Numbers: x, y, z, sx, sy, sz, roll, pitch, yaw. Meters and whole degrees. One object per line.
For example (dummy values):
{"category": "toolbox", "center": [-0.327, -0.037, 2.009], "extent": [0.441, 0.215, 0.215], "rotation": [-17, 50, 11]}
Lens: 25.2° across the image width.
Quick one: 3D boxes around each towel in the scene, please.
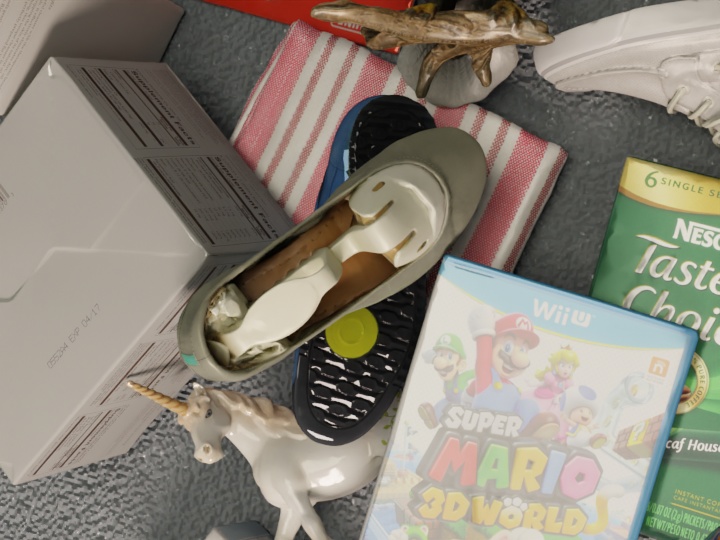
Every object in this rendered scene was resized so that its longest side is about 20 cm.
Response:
{"category": "towel", "center": [0.010, -0.048, 0.965], "extent": [0.199, 0.030, 0.147], "rotation": [28, 95, 19]}

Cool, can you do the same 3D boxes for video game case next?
{"category": "video game case", "center": [0.084, 0.107, 0.865], "extent": [0.142, 0.018, 0.201], "rotation": [17, 91, 9]}

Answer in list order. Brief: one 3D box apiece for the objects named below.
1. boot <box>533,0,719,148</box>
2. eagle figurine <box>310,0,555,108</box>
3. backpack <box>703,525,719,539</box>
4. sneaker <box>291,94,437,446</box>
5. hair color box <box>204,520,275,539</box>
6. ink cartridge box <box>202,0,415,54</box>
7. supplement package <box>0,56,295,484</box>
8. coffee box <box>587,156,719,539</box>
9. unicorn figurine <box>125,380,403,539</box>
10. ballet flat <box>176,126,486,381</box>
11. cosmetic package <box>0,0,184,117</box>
{"category": "boot", "center": [0.194, -0.096, 0.875], "extent": [0.199, 0.073, 0.096], "rotation": [-7, 87, 25]}
{"category": "eagle figurine", "center": [0.061, -0.205, 0.893], "extent": [0.151, 0.152, 0.201], "rotation": [-21, 54, 35]}
{"category": "backpack", "center": [0.256, 0.178, 0.772], "extent": [0.200, 0.177, 0.151], "rotation": [46, 132, 18]}
{"category": "sneaker", "center": [0.000, 0.000, 0.915], "extent": [0.066, 0.078, 0.201], "rotation": [12, 85, -12]}
{"category": "hair color box", "center": [-0.032, 0.250, 0.938], "extent": [0.200, 0.061, 0.099], "rotation": [40, 100, 19]}
{"category": "ink cartridge box", "center": [-0.043, -0.244, 0.991], "extent": [0.199, 0.044, 0.174], "rotation": [18, 91, 21]}
{"category": "supplement package", "center": [-0.160, -0.002, 0.958], "extent": [0.200, 0.111, 0.156], "rotation": [-47, 72, 24]}
{"category": "coffee box", "center": [0.178, 0.047, 0.883], "extent": [0.122, 0.044, 0.201], "rotation": [17, 92, 21]}
{"category": "unicorn figurine", "center": [-0.021, 0.115, 0.931], "extent": [0.199, 0.074, 0.138], "rotation": [-14, 66, -10]}
{"category": "ballet flat", "center": [-0.007, -0.006, 0.843], "extent": [0.200, 0.064, 0.068], "rotation": [-36, 98, -10]}
{"category": "cosmetic package", "center": [-0.199, -0.147, 0.958], "extent": [0.085, 0.200, 0.108], "rotation": [29, 94, 18]}
